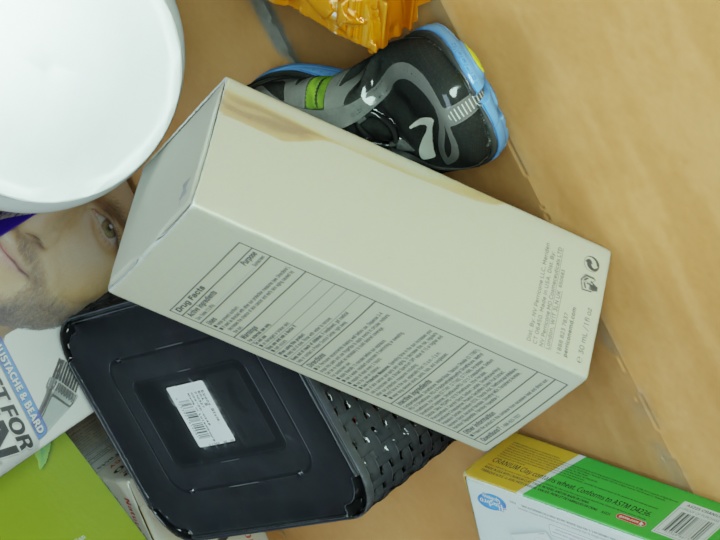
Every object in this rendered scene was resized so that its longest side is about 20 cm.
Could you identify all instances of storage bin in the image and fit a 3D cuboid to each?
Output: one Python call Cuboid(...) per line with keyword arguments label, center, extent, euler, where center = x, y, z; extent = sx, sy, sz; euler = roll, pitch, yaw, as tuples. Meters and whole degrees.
Cuboid(label="storage bin", center=(-0.047, 0.051, 1.508), extent=(0.200, 0.094, 0.136), euler=(-15, 107, 54))

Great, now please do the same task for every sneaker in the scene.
Cuboid(label="sneaker", center=(-0.006, -0.062, 1.368), extent=(0.199, 0.083, 0.071), euler=(-6, 115, 52))

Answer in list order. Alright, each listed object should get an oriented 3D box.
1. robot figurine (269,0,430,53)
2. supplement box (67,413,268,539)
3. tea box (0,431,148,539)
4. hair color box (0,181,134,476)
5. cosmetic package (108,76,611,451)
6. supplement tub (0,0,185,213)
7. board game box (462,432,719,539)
Cuboid(label="robot figurine", center=(-0.052, -0.188, 1.339), extent=(0.200, 0.058, 0.145), euler=(35, 141, 25))
Cuboid(label="supplement box", center=(-0.142, 0.151, 1.727), extent=(0.200, 0.073, 0.127), euler=(2, 120, 50))
Cuboid(label="tea box", center=(-0.206, 0.202, 1.662), extent=(0.197, 0.133, 0.200), euler=(52, 146, 6))
Cuboid(label="hair color box", center=(-0.190, 0.038, 1.573), extent=(0.065, 0.200, 0.110), euler=(-11, 110, 52))
Cuboid(label="cosmetic package", center=(0.000, 0.000, 1.336), extent=(0.199, 0.071, 0.105), euler=(25, 148, -18))
Cuboid(label="supplement tub", center=(-0.162, -0.105, 1.412), extent=(0.145, 0.144, 0.200), euler=(64, 171, -14))
Cuboid(label="board game box", center=(0.135, 0.189, 1.450), extent=(0.153, 0.040, 0.201), euler=(18, 132, 42))
